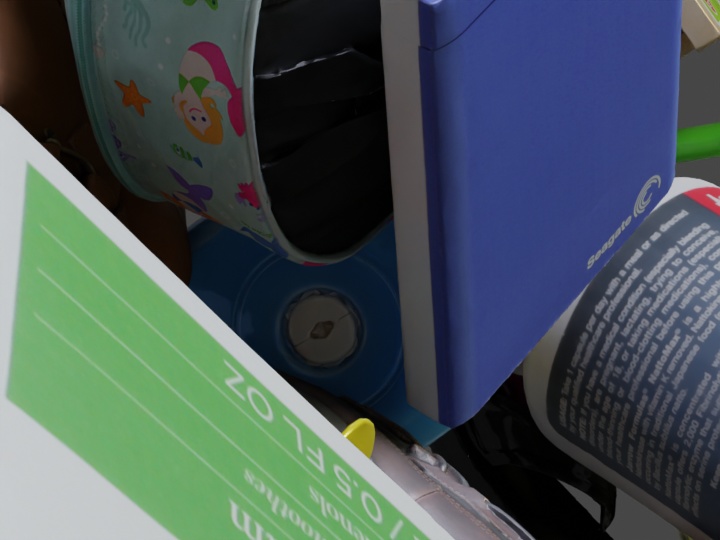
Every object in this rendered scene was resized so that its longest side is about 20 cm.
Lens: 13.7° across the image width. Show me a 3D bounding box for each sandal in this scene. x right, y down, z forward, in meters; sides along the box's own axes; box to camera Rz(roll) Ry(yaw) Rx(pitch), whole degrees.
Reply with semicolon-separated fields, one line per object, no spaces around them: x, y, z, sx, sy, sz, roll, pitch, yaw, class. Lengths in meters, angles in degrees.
0.057;0.058;1.208;0.201;0.048;0.075;52;20;-6;sandal

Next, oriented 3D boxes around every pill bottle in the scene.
0.131;0.035;1.131;0.200;0.120;0.119;34;8;32;pill bottle

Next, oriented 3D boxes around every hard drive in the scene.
0.057;-0.057;0.927;0.025;0.132;0.201;29;-31;24;hard drive

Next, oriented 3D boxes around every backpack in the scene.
-0.011;-0.109;0.937;0.200;0.150;0.178;-52;150;-33;backpack

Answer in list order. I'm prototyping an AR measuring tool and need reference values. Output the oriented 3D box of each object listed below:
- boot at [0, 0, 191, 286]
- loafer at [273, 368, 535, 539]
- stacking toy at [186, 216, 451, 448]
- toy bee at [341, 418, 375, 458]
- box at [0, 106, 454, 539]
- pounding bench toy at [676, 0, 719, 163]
-0.123;-0.042;0.934;0.200;0.074;0.155;41;28;-27;boot
0.021;0.099;0.965;0.063;0.072;0.200;-1;32;-47;loafer
0.000;0.000;1.104;0.110;0.116;0.200;53;13;-5;stacking toy
-0.026;0.113;0.890;0.130;0.109;0.201;-20;72;-33;toy bee
-0.084;0.120;0.581;0.199;0.199;0.172;44;25;-29;box
0.098;-0.094;1.379;0.200;0.156;0.124;54;19;-3;pounding bench toy
